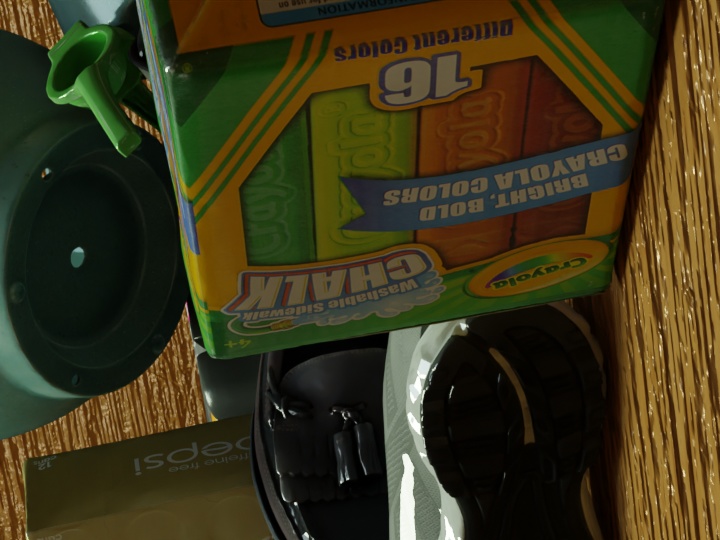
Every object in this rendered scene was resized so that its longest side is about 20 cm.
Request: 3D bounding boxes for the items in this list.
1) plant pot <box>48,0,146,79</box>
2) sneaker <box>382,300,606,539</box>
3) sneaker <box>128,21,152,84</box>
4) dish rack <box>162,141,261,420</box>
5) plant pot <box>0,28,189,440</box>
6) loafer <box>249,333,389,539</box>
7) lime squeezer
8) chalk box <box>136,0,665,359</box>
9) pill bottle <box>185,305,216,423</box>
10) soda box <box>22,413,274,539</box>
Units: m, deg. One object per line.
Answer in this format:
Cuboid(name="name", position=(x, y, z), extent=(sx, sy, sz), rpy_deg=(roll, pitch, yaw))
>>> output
Cuboid(name="plant pot", position=(-0.082, -0.199, 0.962), extent=(0.200, 0.200, 0.196), rpy_deg=(112, 138, -80))
Cuboid(name="sneaker", position=(0.042, 0.071, 0.742), extent=(0.079, 0.074, 0.200), rpy_deg=(-112, 18, -51))
Cuboid(name="sneaker", position=(-0.044, -0.085, 0.850), extent=(0.083, 0.071, 0.200), rpy_deg=(49, -179, -9))
Cuboid(name="dish rack", position=(-0.040, 0.019, 1.075), extent=(0.200, 0.055, 0.153), rpy_deg=(48, -150, -68))
Cuboid(name="plant pot", position=(-0.158, -0.011, 0.965), extent=(0.200, 0.134, 0.200), rpy_deg=(-15, -71, -52))
Cuboid(name="loafer", position=(-0.010, 0.036, 0.855), extent=(0.063, 0.072, 0.200), rpy_deg=(87, 177, -49))
Cuboid(name="lime squeezer", position=(-0.097, -0.066, 0.868), extent=(0.071, 0.038, 0.200), rpy_deg=(62, -176, 2))
Cuboid(name="chalk box", position=(0.003, -0.059, 0.623), extent=(0.200, 0.125, 0.124), rpy_deg=(86, 171, -61))
Cuboid(name="pill bottle", position=(-0.037, 0.052, 1.283), extent=(0.116, 0.116, 0.200), rpy_deg=(-171, 71, -84))
Cuboid(name="soda box", position=(-0.034, 0.099, 0.902), extent=(0.064, 0.200, 0.068), rpy_deg=(-113, 13, -65))
